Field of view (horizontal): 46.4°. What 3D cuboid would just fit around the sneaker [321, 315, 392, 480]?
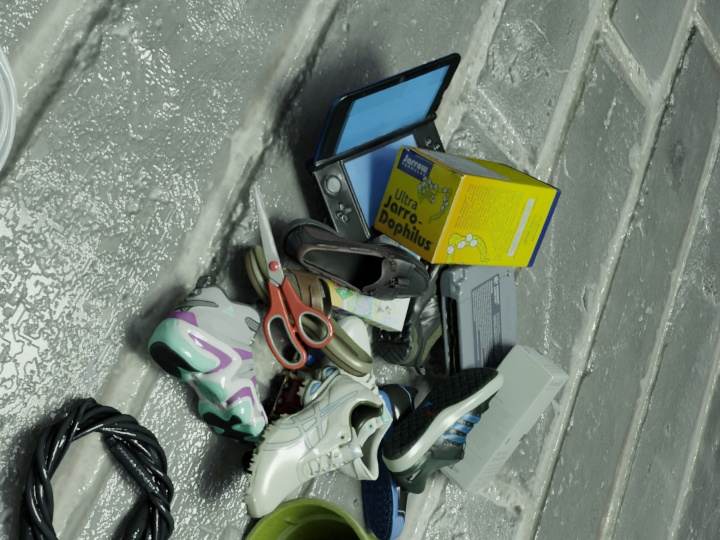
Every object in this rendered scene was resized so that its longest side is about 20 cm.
[{"bbox_3d":[0.003,0.158,1.031,0.075,0.088,0.201,-8,102,-43],"label":"sneaker"}]

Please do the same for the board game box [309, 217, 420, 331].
[{"bbox_3d":[0.016,-0.038,1.067,0.134,0.034,0.201,22,76,-29],"label":"board game box"}]

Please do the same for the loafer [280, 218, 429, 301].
[{"bbox_3d":[0.000,0.000,0.988,0.199,0.063,0.072,20,109,-26],"label":"loafer"}]

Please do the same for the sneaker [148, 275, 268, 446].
[{"bbox_3d":[-0.133,0.091,0.923,0.140,0.077,0.200,-61,140,-35],"label":"sneaker"}]

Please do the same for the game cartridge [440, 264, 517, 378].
[{"bbox_3d":[0.166,0.071,1.154,0.133,0.041,0.201,-23,118,-38],"label":"game cartridge"}]

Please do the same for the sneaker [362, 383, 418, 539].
[{"bbox_3d":[0.049,0.249,1.100,0.078,0.070,0.201,-3,92,-36],"label":"sneaker"}]

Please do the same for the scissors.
[{"bbox_3d":[-0.097,0.010,0.914,0.073,0.014,0.201,-28,96,-5],"label":"scissors"}]

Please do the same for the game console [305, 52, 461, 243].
[{"bbox_3d":[0.047,-0.140,1.005,0.199,0.118,0.171,-27,100,-29],"label":"game console"}]

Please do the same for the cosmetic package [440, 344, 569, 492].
[{"bbox_3d":[0.194,0.203,1.160,0.200,0.074,0.102,-54,155,11],"label":"cosmetic package"}]

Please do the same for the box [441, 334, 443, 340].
[{"bbox_3d":[0.157,0.131,1.220,0.039,0.041,0.201,-36,114,-37],"label":"box"}]

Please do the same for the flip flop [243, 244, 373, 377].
[{"bbox_3d":[-0.052,0.040,0.959,0.200,0.058,0.081,44,16,-4],"label":"flip flop"}]

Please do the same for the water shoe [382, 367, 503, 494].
[{"bbox_3d":[0.110,0.201,1.076,0.200,0.071,0.079,-35,116,-24],"label":"water shoe"}]

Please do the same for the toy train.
[{"bbox_3d":[-0.084,0.147,0.988,0.034,0.046,0.201,36,67,-38],"label":"toy train"}]

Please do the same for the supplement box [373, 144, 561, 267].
[{"bbox_3d":[0.134,-0.075,1.033,0.199,0.109,0.110,2,113,-44],"label":"supplement box"}]

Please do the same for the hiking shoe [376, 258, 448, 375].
[{"bbox_3d":[0.085,0.037,1.140,0.101,0.075,0.201,32,75,-52],"label":"hiking shoe"}]

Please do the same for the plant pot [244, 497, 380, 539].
[{"bbox_3d":[-0.019,0.380,0.975,0.184,0.200,0.201,34,68,-50],"label":"plant pot"}]

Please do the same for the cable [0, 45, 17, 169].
[{"bbox_3d":[-0.386,-0.141,0.683,0.199,0.069,0.201,-8,97,-44],"label":"cable"}]

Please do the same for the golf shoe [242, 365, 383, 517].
[{"bbox_3d":[-0.049,0.193,0.923,0.200,0.097,0.079,-53,150,-34],"label":"golf shoe"}]

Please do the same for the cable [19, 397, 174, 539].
[{"bbox_3d":[-0.254,0.225,0.827,0.163,0.051,0.201,-1,91,-43],"label":"cable"}]
